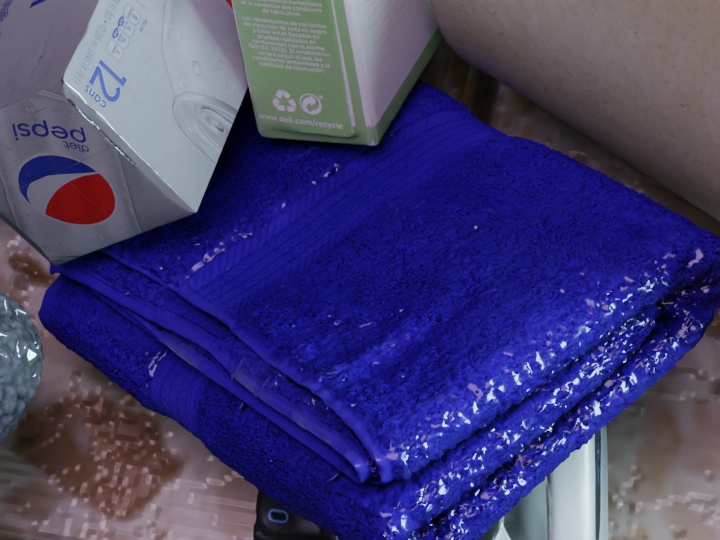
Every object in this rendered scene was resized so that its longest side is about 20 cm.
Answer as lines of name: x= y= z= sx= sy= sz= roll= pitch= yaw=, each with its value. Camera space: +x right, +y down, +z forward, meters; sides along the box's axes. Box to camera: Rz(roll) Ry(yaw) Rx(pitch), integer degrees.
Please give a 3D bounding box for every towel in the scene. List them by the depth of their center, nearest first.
towel: x=0.000 y=0.000 z=0.802 sx=0.148 sy=0.050 sz=0.200 roll=-40 pitch=41 yaw=-17

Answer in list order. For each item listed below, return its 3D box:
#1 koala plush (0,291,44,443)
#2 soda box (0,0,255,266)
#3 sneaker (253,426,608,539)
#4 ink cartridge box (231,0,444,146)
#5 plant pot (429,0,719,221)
koala plush: x=-0.236 y=0.048 z=0.817 sx=0.201 sy=0.177 sz=0.183 roll=-58 pitch=32 yaw=-8
soda box: x=-0.066 y=-0.100 z=0.852 sx=0.068 sy=0.063 sz=0.201 roll=-20 pitch=37 yaw=38
sneaker: x=0.020 y=0.109 z=0.797 sx=0.111 sy=0.073 sz=0.201 roll=-5 pitch=59 yaw=12
ink cartridge box: x=0.000 y=-0.161 z=0.811 sx=0.048 sy=0.201 sz=0.146 roll=7 pitch=39 yaw=22
plant pot: x=0.127 y=-0.094 z=0.806 sx=0.183 sy=0.201 sz=0.201 roll=26 pitch=74 yaw=31
